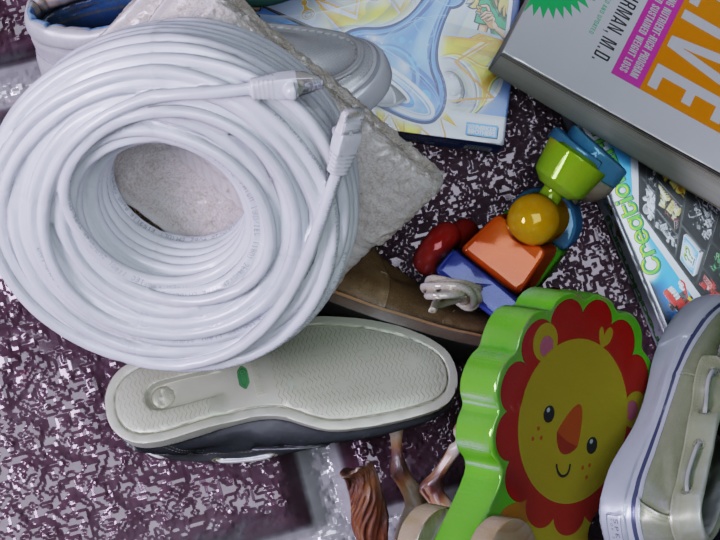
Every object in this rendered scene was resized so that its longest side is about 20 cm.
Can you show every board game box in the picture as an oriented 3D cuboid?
[{"bbox_3d":[0.203,-0.059,1.718,0.126,0.035,0.200,-21,86,-8],"label":"board game box"},{"bbox_3d":[-0.007,-0.150,1.707,0.200,0.034,0.135,7,83,-4],"label":"board game box"}]

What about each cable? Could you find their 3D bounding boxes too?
[{"bbox_3d":[-0.100,-0.041,1.542,0.200,0.069,0.200,9,123,2],"label":"cable"}]

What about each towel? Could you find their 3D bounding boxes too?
[{"bbox_3d":[-0.066,-0.069,1.579,0.200,0.034,0.133,39,118,-15],"label":"towel"}]

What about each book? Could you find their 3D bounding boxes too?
[{"bbox_3d":[0.192,-0.125,1.685,0.200,0.048,0.134,29,71,-4],"label":"book"}]

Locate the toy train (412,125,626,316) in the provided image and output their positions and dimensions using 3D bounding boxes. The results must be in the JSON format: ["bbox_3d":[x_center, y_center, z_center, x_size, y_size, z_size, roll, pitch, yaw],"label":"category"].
[{"bbox_3d":[0.093,-0.024,1.610,0.085,0.200,0.116,37,98,7],"label":"toy train"}]

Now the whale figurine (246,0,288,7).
[{"bbox_3d":[-0.051,-0.238,1.658,0.159,0.104,0.200,41,58,-16],"label":"whale figurine"}]

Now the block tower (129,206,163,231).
[{"bbox_3d":[-0.113,-0.054,1.653,0.200,0.058,0.054,-18,46,4],"label":"block tower"}]

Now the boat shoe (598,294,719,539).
[{"bbox_3d":[0.192,0.089,1.608,0.062,0.072,0.200,1,40,26],"label":"boat shoe"}]

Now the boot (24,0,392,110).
[{"bbox_3d":[-0.089,-0.123,1.601,0.200,0.096,0.074,-5,49,15],"label":"boot"}]

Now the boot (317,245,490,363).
[{"bbox_3d":[0.000,0.000,1.679,0.200,0.074,0.076,20,73,-1],"label":"boot"}]

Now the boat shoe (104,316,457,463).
[{"bbox_3d":[-0.042,0.073,1.650,0.200,0.068,0.072,-7,64,7],"label":"boat shoe"}]

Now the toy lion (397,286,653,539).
[{"bbox_3d":[0.113,0.115,1.597,0.200,0.069,0.192,45,64,-42],"label":"toy lion"}]

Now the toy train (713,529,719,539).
[{"bbox_3d":[0.246,0.134,1.663,0.114,0.087,0.200,36,66,-6],"label":"toy train"}]

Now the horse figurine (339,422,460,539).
[{"bbox_3d":[0.078,0.148,1.672,0.200,0.050,0.133,4,98,-14],"label":"horse figurine"}]
